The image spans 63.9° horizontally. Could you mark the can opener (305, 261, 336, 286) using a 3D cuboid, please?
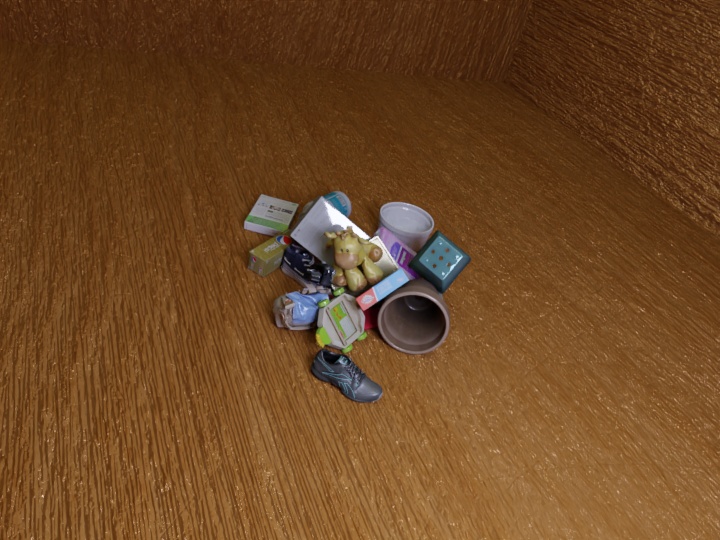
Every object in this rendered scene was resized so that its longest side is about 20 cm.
[{"bbox_3d":[-0.116,0.002,1.619,0.078,0.064,0.200,19,2,-13],"label":"can opener"}]

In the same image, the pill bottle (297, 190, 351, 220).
[{"bbox_3d":[-0.129,-0.201,2.025,0.111,0.111,0.200,32,39,22],"label":"pill bottle"}]

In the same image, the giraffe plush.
[{"bbox_3d":[-0.025,-0.051,1.608,0.172,0.162,0.201,-17,78,2],"label":"giraffe plush"}]

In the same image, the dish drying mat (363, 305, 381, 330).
[{"bbox_3d":[0.022,0.141,1.701,0.199,0.018,0.077,-10,43,-31],"label":"dish drying mat"}]

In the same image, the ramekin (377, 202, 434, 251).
[{"bbox_3d":[0.154,-0.149,2.065,0.199,0.105,0.201,11,36,-8],"label":"ramekin"}]

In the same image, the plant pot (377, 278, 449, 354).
[{"bbox_3d":[0.159,0.112,1.655,0.199,0.201,0.175,17,26,3],"label":"plant pot"}]

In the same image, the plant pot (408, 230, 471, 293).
[{"bbox_3d":[0.232,-0.031,1.688,0.141,0.141,0.200,40,2,8],"label":"plant pot"}]

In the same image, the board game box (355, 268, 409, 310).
[{"bbox_3d":[0.068,0.052,1.657,0.040,0.153,0.200,56,4,3],"label":"board game box"}]

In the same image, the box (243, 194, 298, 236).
[{"bbox_3d":[-0.307,-0.189,2.009,0.144,0.036,0.200,15,34,0],"label":"box"}]

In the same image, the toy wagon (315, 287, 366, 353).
[{"bbox_3d":[-0.064,0.146,1.572,0.200,0.039,0.156,-36,103,-45],"label":"toy wagon"}]

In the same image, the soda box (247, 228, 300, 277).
[{"bbox_3d":[-0.265,-0.058,1.822,0.068,0.064,0.200,29,38,18],"label":"soda box"}]

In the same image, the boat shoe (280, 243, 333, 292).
[{"bbox_3d":[-0.157,-0.003,1.763,0.199,0.093,0.075,28,37,18],"label":"boat shoe"}]

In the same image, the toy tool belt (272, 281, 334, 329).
[{"bbox_3d":[-0.138,0.094,1.604,0.199,0.123,0.126,-13,79,-32],"label":"toy tool belt"}]

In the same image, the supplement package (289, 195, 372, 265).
[{"bbox_3d":[-0.095,-0.108,1.778,0.200,0.152,0.151,39,1,-11],"label":"supplement package"}]

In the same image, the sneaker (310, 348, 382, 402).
[{"bbox_3d":[-0.033,0.266,1.462,0.199,0.080,0.075,24,36,9],"label":"sneaker"}]

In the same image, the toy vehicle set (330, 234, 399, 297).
[{"bbox_3d":[0.000,0.000,1.715,0.199,0.125,0.027,-33,10,-2],"label":"toy vehicle set"}]

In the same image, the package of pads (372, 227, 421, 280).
[{"bbox_3d":[0.110,-0.030,1.823,0.200,0.076,0.121,37,55,-20],"label":"package of pads"}]

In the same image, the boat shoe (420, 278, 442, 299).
[{"bbox_3d":[0.221,0.089,1.809,0.074,0.062,0.201,3,50,6],"label":"boat shoe"}]
